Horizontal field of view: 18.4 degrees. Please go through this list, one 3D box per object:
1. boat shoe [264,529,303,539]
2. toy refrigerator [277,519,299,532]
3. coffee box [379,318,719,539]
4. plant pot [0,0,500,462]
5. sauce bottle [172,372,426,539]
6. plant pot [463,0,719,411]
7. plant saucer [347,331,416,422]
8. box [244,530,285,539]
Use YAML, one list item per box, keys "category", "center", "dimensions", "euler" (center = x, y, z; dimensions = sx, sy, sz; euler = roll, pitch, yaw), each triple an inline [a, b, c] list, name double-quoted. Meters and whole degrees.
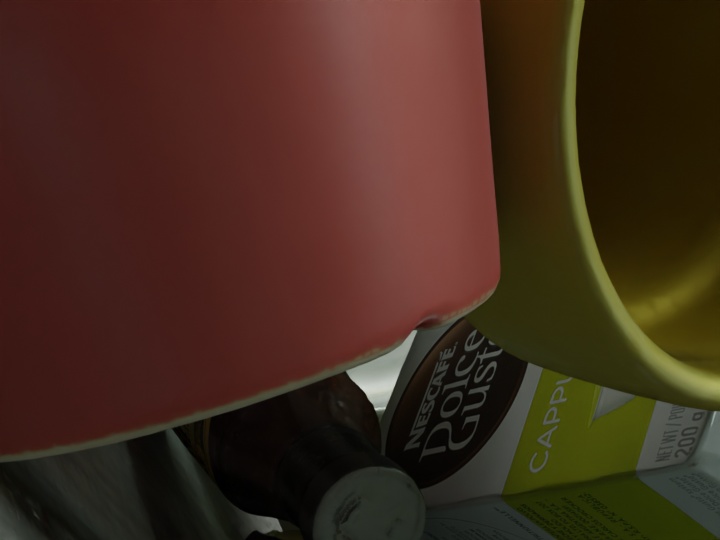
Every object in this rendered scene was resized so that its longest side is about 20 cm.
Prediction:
- category: "boat shoe"
  center: [0.024, 0.180, 0.916]
  dimensions: [0.201, 0.063, 0.073]
  euler: [54, -4, 34]
- category: "toy refrigerator"
  center: [0.034, 0.162, 1.000]
  dimensions: [0.076, 0.070, 0.200]
  euler: [-29, 97, -48]
- category: "coffee box"
  center: [0.149, 0.049, 0.832]
  dimensions: [0.200, 0.200, 0.198]
  euler: [35, -29, -24]
- category: "plant pot"
  center: [-0.057, -0.061, 0.519]
  dimensions: [0.200, 0.200, 0.177]
  euler: [-102, 176, -83]
- category: "sauce bottle"
  center: [-0.032, 0.054, 0.810]
  dimensions: [0.066, 0.066, 0.200]
  euler: [62, -10, -22]
- category: "plant pot"
  center: [0.053, -0.074, 0.669]
  dimensions: [0.189, 0.201, 0.201]
  euler: [13, -38, 43]
- category: "plant saucer"
  center: [0.000, 0.000, 1.011]
  dimensions: [0.050, 0.200, 0.200]
  euler: [87, -18, -52]
- category: "box"
  center: [0.035, 0.162, 0.812]
  dimensions: [0.200, 0.035, 0.110]
  euler: [26, 20, -51]
